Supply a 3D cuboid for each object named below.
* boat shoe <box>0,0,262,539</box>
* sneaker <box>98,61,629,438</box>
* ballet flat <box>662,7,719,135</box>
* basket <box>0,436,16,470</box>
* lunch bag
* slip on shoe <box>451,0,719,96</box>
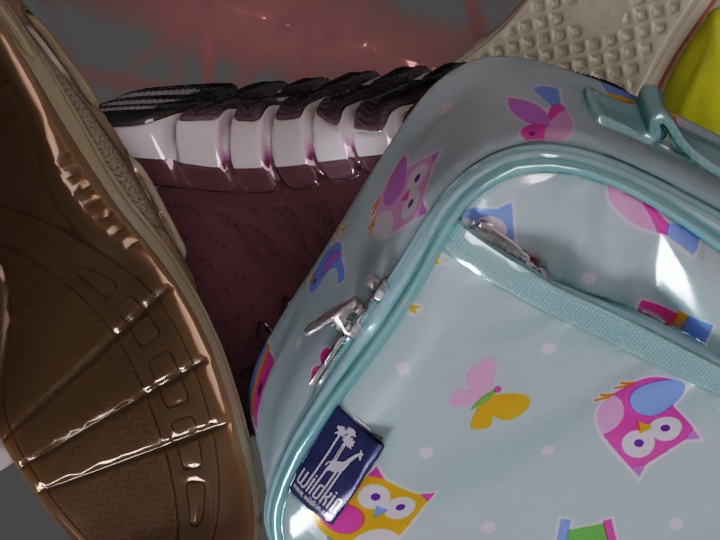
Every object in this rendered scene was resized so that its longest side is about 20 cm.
[{"bbox_3d":[-0.081,0.000,0.754,0.072,0.065,0.200,-30,88,18],"label":"boat shoe"},{"bbox_3d":[0.000,0.000,0.783,0.200,0.076,0.116,0,105,33],"label":"sneaker"},{"bbox_3d":[0.109,0.017,0.791,0.067,0.067,0.200,-12,119,11],"label":"ballet flat"},{"bbox_3d":[-0.191,0.024,0.721,0.123,0.200,0.136,-24,93,17],"label":"basket"},{"bbox_3d":[0.076,0.037,0.705,0.200,0.077,0.160,23,120,-18],"label":"lunch bag"},{"bbox_3d":[0.066,-0.057,0.813,0.074,0.061,0.200,38,101,18],"label":"slip on shoe"}]
